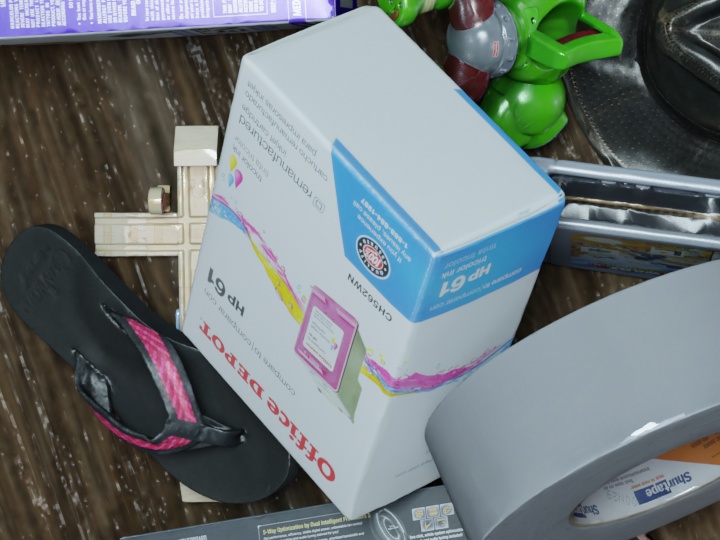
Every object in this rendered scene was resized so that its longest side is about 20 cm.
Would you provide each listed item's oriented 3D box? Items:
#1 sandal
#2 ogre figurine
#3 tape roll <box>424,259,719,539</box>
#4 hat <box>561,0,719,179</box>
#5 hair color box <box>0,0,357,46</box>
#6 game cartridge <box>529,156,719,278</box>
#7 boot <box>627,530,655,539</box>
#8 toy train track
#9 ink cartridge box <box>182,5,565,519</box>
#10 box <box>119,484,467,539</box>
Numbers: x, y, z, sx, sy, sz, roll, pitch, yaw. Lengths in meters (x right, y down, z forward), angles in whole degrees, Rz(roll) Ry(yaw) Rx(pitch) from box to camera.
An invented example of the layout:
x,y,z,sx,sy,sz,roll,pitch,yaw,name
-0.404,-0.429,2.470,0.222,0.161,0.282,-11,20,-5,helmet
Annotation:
x,y,z,sx,sy,sz,roll,pitch,yaw,name
-0.118,0.054,1.211,0.200,0.045,0.075,39,114,13,sandal
0.059,-0.119,1.163,0.120,0.098,0.200,-9,104,-29,ogre figurine
0.134,0.069,1.099,0.200,0.200,0.066,-25,70,6,tape roll
0.198,-0.113,1.173,0.200,0.081,0.201,0,95,6,hat
-0.106,-0.149,1.186,0.200,0.109,0.065,-1,95,6,hair color box
0.153,-0.020,1.156,0.200,0.133,0.042,7,78,6,game cartridge
0.096,0.216,1.211,0.200,0.064,0.186,-35,77,3,boot
-0.086,0.024,1.233,0.115,0.033,0.200,-1,94,5,toy train track
0.000,0.000,1.118,0.085,0.200,0.145,-26,59,-31,ink cartridge box
-0.019,0.201,1.193,0.200,0.044,0.160,-12,76,18,box
